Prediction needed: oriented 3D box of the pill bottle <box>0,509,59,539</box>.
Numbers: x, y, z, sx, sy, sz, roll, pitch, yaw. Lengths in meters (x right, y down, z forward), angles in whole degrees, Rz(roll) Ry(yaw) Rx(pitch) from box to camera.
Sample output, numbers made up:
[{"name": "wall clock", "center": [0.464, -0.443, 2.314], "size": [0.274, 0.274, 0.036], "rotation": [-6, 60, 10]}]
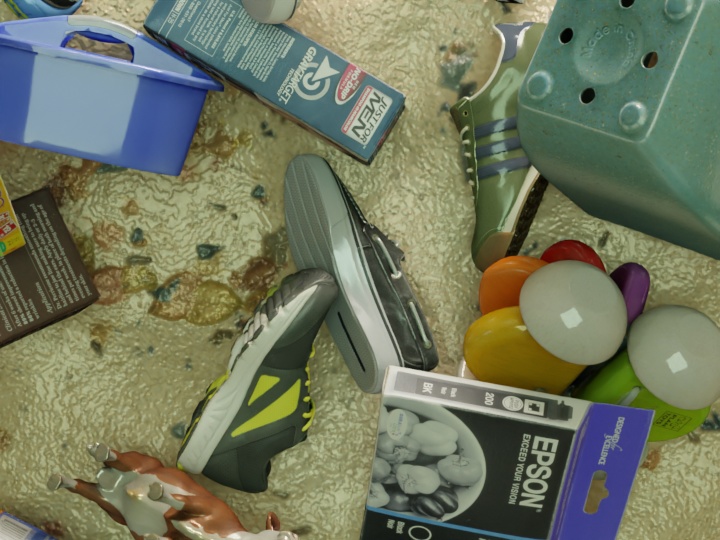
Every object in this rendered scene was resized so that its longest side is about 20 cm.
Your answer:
[{"name": "pill bottle", "center": [-0.232, 0.271, 1.510], "size": [0.200, 0.112, 0.112], "rotation": [28, 90, 0]}]

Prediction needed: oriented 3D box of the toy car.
[{"name": "toy car", "center": [0.176, 0.053, 1.493], "size": [0.200, 0.175, 0.150], "rotation": [22, 49, -13]}]

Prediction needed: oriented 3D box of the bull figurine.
[{"name": "bull figurine", "center": [-0.139, 0.184, 1.474], "size": [0.200, 0.121, 0.065], "rotation": [19, 82, 38]}]

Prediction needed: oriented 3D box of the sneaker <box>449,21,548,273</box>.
[{"name": "sneaker", "center": [0.109, -0.101, 1.534], "size": [0.090, 0.067, 0.200], "rotation": [22, 94, 13]}]

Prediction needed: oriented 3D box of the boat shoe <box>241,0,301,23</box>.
[{"name": "boat shoe", "center": [-0.060, -0.255, 1.480], "size": [0.065, 0.200, 0.074], "rotation": [4, 134, -19]}]

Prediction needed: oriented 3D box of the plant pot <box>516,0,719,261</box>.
[{"name": "plant pot", "center": [0.224, -0.132, 1.423], "size": [0.196, 0.200, 0.197], "rotation": [23, 90, 39]}]

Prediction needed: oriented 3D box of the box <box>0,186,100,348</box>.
[{"name": "box", "center": [-0.312, 0.023, 1.496], "size": [0.200, 0.075, 0.100], "rotation": [-25, 90, -25]}]

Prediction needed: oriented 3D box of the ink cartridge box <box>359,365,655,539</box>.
[{"name": "ink cartridge box", "center": [0.105, 0.165, 1.478], "size": [0.200, 0.043, 0.198], "rotation": [9, 133, 2]}]

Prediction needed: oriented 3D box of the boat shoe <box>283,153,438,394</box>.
[{"name": "boat shoe", "center": [0.000, 0.000, 1.532], "size": [0.071, 0.072, 0.200], "rotation": [-14, 77, -32]}]

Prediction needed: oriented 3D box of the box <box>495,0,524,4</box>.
[{"name": "box", "center": [0.057, -0.289, 1.494], "size": [0.200, 0.035, 0.110], "rotation": [19, 91, -32]}]

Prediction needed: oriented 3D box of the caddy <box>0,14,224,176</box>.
[{"name": "caddy", "center": [-0.205, -0.140, 1.491], "size": [0.200, 0.141, 0.105], "rotation": [12, 96, -9]}]

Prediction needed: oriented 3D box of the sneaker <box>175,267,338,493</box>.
[{"name": "sneaker", "center": [-0.064, 0.087, 1.524], "size": [0.085, 0.074, 0.200], "rotation": [30, 111, -11]}]

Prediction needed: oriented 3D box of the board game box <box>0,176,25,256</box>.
[{"name": "board game box", "center": [-0.312, -0.104, 1.475], "size": [0.030, 0.096, 0.200], "rotation": [-30, 50, -17]}]

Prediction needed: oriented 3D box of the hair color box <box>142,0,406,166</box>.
[{"name": "hair color box", "center": [-0.064, -0.157, 1.513], "size": [0.200, 0.100, 0.061], "rotation": [31, 91, 1]}]

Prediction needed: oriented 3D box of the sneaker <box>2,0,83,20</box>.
[{"name": "sneaker", "center": [-0.282, -0.282, 1.538], "size": [0.083, 0.071, 0.200], "rotation": [-38, 91, -13]}]
